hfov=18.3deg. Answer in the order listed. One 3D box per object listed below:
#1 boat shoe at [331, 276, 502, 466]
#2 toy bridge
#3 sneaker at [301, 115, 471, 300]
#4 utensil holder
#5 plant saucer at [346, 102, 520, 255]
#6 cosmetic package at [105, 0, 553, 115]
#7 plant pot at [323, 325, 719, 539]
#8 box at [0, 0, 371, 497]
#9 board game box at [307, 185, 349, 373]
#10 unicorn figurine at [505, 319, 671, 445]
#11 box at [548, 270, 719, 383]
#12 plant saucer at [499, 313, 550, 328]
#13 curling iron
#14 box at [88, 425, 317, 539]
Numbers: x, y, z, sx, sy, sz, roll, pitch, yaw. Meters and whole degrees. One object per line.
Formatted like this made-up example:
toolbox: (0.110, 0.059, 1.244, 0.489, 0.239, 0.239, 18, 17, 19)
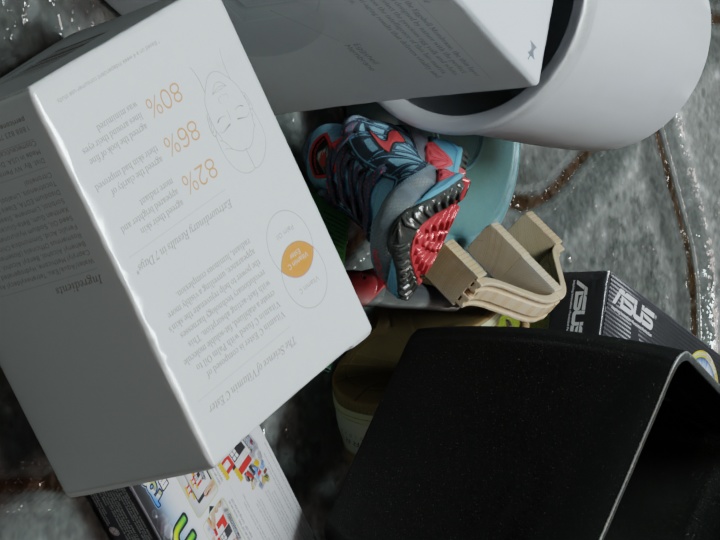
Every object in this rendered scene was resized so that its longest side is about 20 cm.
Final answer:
boat shoe: (0.034, 0.062, 1.399, 0.200, 0.074, 0.067, -40, 138, -54)
toy bridge: (0.100, 0.001, 1.442, 0.067, 0.027, 0.200, 46, 20, 10)
sneaker: (0.006, -0.043, 1.297, 0.200, 0.095, 0.080, -81, -164, -79)
utensil holder: (0.106, -0.159, 1.381, 0.200, 0.169, 0.171, 6, 83, -59)
plant saucer: (0.056, -0.096, 1.472, 0.200, 0.027, 0.201, 4, 85, -56)
cosmetic package: (-0.025, -0.187, 1.196, 0.199, 0.199, 0.123, 40, 56, -49)
plant pot: (0.101, 0.137, 1.285, 0.200, 0.177, 0.200, 38, 75, -56)
box: (-0.109, -0.015, 1.108, 0.152, 0.106, 0.201, -39, 109, -49)
board game box: (-0.073, -0.015, 1.274, 0.200, 0.023, 0.105, 28, 63, -52)
unicorn figurine: (0.132, 0.117, 1.417, 0.074, 0.137, 0.201, 42, 63, -65)
box: (0.188, 0.108, 1.556, 0.200, 0.044, 0.161, 34, 62, -51)
plant saucer: (0.131, 0.132, 1.553, 0.200, 0.048, 0.200, 51, 48, -43)
curling iron: (0.000, 0.000, 1.322, 0.200, 0.025, 0.050, 18, 70, -47)
box: (-0.086, 0.133, 1.235, 0.110, 0.035, 0.201, -55, 132, -42)
